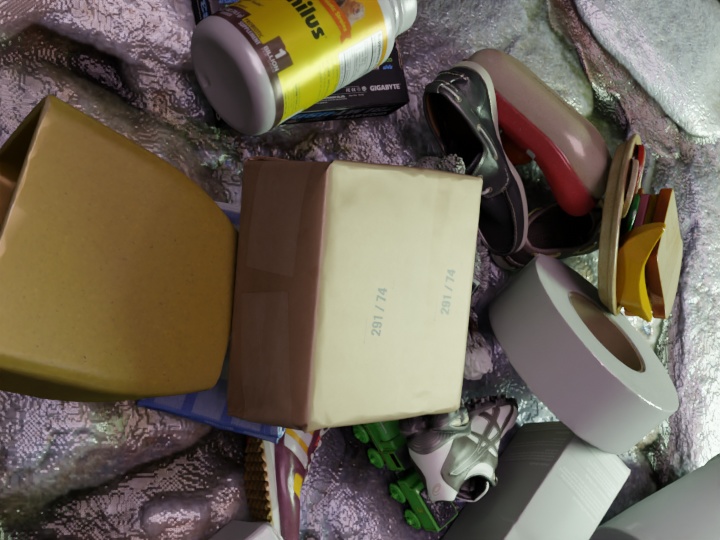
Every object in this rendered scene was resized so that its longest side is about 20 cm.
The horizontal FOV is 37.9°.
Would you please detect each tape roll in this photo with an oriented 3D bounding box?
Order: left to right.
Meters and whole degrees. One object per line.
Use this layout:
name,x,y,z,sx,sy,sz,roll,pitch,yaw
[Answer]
tape roll,0.220,0.081,1.039,0.202,0.071,0.203,37,23,-18

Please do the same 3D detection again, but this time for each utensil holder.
utensil holder,0.355,0.299,1.082,0.199,0.170,0.171,-19,90,-28

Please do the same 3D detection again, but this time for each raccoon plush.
raccoon plush,0.090,-0.017,0.983,0.096,0.134,0.201,-24,55,-11

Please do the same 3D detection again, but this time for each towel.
towel,-0.103,0.038,0.915,0.146,0.024,0.202,12,74,19

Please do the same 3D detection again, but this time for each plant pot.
plant pot,-0.203,0.012,0.822,0.199,0.195,0.196,22,72,-25

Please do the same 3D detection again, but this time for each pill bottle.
pill bottle,-0.045,-0.211,0.939,0.199,0.109,0.110,-35,98,-27

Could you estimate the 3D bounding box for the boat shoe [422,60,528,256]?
boat shoe,0.111,-0.100,1.036,0.068,0.071,0.201,-41,119,-45

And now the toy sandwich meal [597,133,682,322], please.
toy sandwich meal,0.290,-0.038,1.069,0.205,0.070,0.207,7,90,-71

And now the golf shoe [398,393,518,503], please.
golf shoe,0.098,0.168,0.990,0.199,0.077,0.095,1,76,-59

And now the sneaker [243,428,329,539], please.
sneaker,-0.057,0.150,0.941,0.089,0.075,0.202,-4,84,-23

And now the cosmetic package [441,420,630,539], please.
cosmetic package,0.162,0.245,1.024,0.090,0.107,0.200,45,66,-14

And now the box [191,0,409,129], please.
box,-0.062,-0.247,1.025,0.199,0.050,0.200,-10,85,-28

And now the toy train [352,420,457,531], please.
toy train,0.028,0.162,0.995,0.042,0.056,0.201,-34,98,-28

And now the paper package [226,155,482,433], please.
paper package,-0.002,0.016,0.836,0.190,0.103,0.202,1,94,-45

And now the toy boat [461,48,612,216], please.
toy boat,0.163,-0.127,1.090,0.200,0.131,0.130,45,20,13

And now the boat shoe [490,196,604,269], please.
boat shoe,0.233,-0.050,1.140,0.199,0.059,0.072,-16,89,-29

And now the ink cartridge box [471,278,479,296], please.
ink cartridge box,0.000,0.000,0.954,0.199,0.039,0.100,32,97,8

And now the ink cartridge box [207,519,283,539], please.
ink cartridge box,-0.126,0.325,0.867,0.199,0.083,0.146,-35,98,-29
